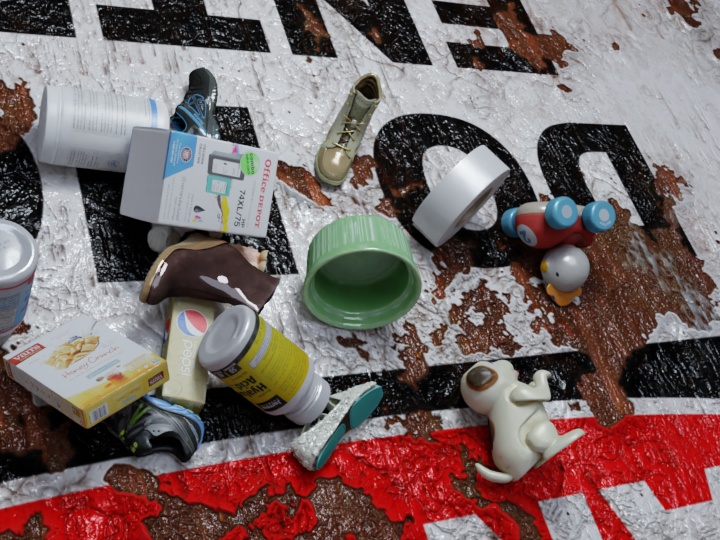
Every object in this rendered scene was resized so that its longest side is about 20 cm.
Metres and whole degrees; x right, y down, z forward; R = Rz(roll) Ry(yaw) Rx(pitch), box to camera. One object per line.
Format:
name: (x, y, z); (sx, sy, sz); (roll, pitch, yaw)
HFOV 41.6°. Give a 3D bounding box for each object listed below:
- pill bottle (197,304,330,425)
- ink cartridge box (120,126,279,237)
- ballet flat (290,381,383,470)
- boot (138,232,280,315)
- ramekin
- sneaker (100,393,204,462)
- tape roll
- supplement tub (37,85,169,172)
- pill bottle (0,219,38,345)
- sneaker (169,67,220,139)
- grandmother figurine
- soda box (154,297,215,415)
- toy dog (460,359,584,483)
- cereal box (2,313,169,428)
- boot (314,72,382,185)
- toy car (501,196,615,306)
pill bottle: (-0.140, 0.150, 1.443); (0.200, 0.111, 0.112); (41, 42, -30)
ink cartridge box: (-0.261, -0.143, 1.546); (0.199, 0.146, 0.147); (6, 95, -39)
ballet flat: (-0.041, 0.232, 1.502); (0.072, 0.072, 0.200); (42, 48, 6)
boot: (-0.228, 0.022, 1.461); (0.166, 0.073, 0.200); (30, 36, 5)
ramekin: (0.000, 0.000, 1.608); (0.199, 0.200, 0.098); (13, 44, -19)
sneaker: (-0.322, 0.221, 1.357); (0.199, 0.071, 0.083); (21, 47, -14)
tape roll: (0.191, -0.141, 1.803); (0.071, 0.203, 0.202); (44, 49, 8)
supplement tub: (-0.432, -0.234, 1.594); (0.199, 0.132, 0.132); (6, 54, -25)
pill bottle: (-0.513, 0.026, 1.314); (0.108, 0.200, 0.109); (14, 52, -18)
sneaker: (-0.307, -0.300, 1.746); (0.082, 0.073, 0.201); (5, 54, -22)
grandmother figurine: (-0.259, -0.031, 1.589); (0.199, 0.061, 0.121); (18, 23, -11)
soda box: (-0.269, 0.126, 1.460); (0.067, 0.064, 0.201); (14, 51, -18)
toy dog: (0.251, 0.244, 1.614); (0.193, 0.140, 0.200); (-33, 73, -2)
cereal box: (-0.388, 0.137, 1.340); (0.199, 0.040, 0.144); (22, 38, 35)
boot: (-0.020, -0.272, 1.819); (0.072, 0.155, 0.201); (25, 49, -9)
toy car: (0.389, -0.031, 1.878); (0.176, 0.184, 0.201); (4, 84, -25)
